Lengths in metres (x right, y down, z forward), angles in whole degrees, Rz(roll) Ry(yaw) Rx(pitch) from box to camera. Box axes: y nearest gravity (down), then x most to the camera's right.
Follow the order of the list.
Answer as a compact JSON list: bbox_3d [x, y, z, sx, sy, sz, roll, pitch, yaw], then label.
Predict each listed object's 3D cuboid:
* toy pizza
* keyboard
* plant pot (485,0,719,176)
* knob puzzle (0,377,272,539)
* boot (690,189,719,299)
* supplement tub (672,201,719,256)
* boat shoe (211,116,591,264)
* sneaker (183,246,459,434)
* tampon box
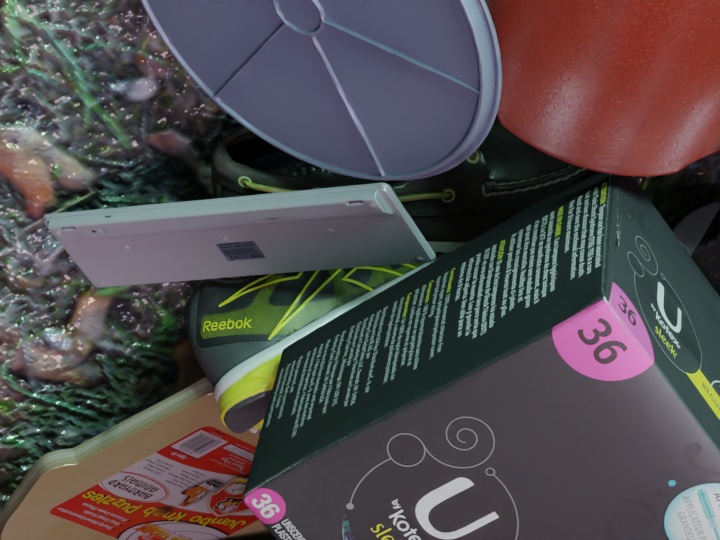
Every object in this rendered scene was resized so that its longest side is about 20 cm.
[{"bbox_3d":[-0.020,-0.124,1.186,0.199,0.032,0.201,25,143,21],"label":"toy pizza"},{"bbox_3d":[-0.061,-0.016,1.291,0.199,0.011,0.056,-4,145,31],"label":"keyboard"},{"bbox_3d":[0.131,-0.159,1.160,0.200,0.202,0.196,2,141,-17],"label":"plant pot"},{"bbox_3d":[-0.113,0.120,1.456,0.218,0.031,0.220,-13,152,-7],"label":"knob puzzle"},{"bbox_3d":[0.228,-0.014,1.224,0.131,0.070,0.200,29,149,10],"label":"boot"},{"bbox_3d":[0.200,0.076,1.424,0.145,0.146,0.201,-1,133,-14],"label":"supplement tub"},{"bbox_3d":[0.027,-0.050,1.308,0.200,0.072,0.061,-9,139,-3],"label":"boat shoe"},{"bbox_3d":[0.000,0.000,1.349,0.199,0.085,0.075,-29,162,-16],"label":"sneaker"},{"bbox_3d":[0.074,0.077,1.230,0.199,0.126,0.150,-30,113,24],"label":"tampon box"}]
